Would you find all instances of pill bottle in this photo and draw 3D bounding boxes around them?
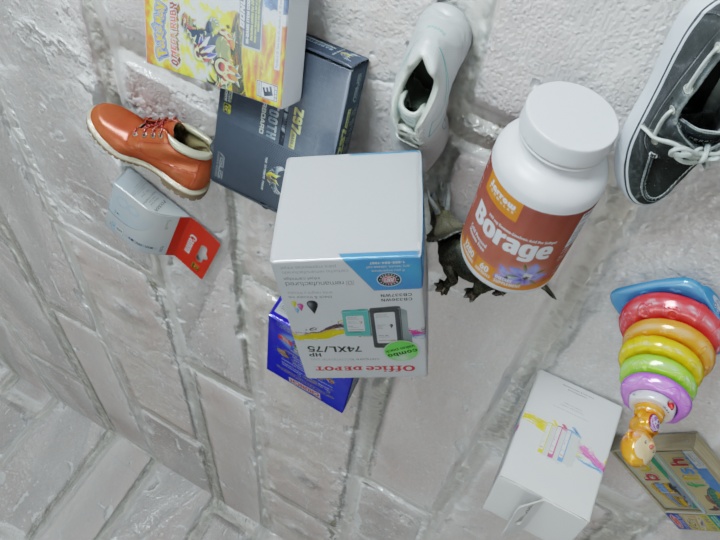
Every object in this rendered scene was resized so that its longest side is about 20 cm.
[{"bbox_3d":[0.171,-0.076,0.660,0.110,0.113,0.202,26,146,11],"label":"pill bottle"}]

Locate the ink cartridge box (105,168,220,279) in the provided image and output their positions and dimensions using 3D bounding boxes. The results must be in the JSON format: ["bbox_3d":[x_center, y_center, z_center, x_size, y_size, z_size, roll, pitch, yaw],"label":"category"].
[{"bbox_3d":[-0.349,-0.064,1.181,0.199,0.048,0.160,40,146,-5],"label":"ink cartridge box"}]

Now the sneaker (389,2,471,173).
[{"bbox_3d":[0.055,-0.163,0.684,0.069,0.081,0.202,23,146,12],"label":"sneaker"}]

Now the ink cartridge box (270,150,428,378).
[{"bbox_3d":[0.000,0.000,0.726,0.143,0.148,0.202,-2,139,7],"label":"ink cartridge box"}]

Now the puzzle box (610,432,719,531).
[{"bbox_3d":[0.462,0.303,0.958,0.200,0.026,0.132,46,145,-17],"label":"puzzle box"}]

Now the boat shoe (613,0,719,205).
[{"bbox_3d":[0.268,-0.118,0.549,0.072,0.069,0.202,-3,139,-11],"label":"boat shoe"}]

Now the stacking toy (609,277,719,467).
[{"bbox_3d":[0.306,0.113,0.698,0.109,0.201,0.116,-14,124,48],"label":"stacking toy"}]

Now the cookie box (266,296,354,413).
[{"bbox_3d":[-0.077,0.139,1.173,0.169,0.076,0.202,28,146,9],"label":"cookie box"}]

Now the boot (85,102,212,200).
[{"bbox_3d":[-0.294,-0.193,0.961,0.197,0.076,0.107,30,144,-9],"label":"boot"}]

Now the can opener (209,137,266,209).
[{"bbox_3d":[-0.114,-0.120,0.924,0.066,0.054,0.200,-36,109,21],"label":"can opener"}]

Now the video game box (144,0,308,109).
[{"bbox_3d":[-0.136,-0.287,0.673,0.179,0.047,0.204,23,125,20],"label":"video game box"}]

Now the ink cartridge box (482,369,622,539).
[{"bbox_3d":[0.260,0.272,0.933,0.123,0.202,0.130,22,146,16],"label":"ink cartridge box"}]

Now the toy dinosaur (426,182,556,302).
[{"bbox_3d":[0.144,-0.005,0.806,0.198,0.077,0.103,34,158,7],"label":"toy dinosaur"}]

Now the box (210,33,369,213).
[{"bbox_3d":[-0.087,-0.167,0.770,0.155,0.051,0.203,25,125,12],"label":"box"}]
